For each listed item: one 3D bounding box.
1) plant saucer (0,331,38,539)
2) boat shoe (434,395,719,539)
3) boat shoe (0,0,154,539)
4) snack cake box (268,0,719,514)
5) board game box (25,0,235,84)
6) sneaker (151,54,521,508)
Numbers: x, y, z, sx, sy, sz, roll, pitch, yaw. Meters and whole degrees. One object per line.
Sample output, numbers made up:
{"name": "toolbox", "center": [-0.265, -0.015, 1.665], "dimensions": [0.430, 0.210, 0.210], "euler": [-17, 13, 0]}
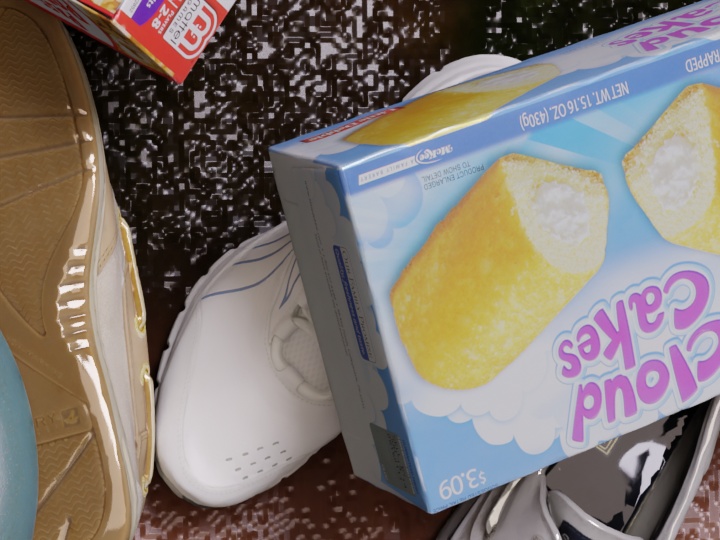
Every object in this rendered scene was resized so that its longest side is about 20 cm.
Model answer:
{"name": "plant saucer", "center": [-0.202, 0.067, 0.749], "dimensions": [0.199, 0.027, 0.202], "euler": [0, 87, -7]}
{"name": "boat shoe", "center": [0.077, 0.095, 0.844], "dimensions": [0.072, 0.066, 0.201], "euler": [35, 84, -8]}
{"name": "boat shoe", "center": [-0.111, 0.006, 0.812], "dimensions": [0.073, 0.069, 0.202], "euler": [-7, 86, 6]}
{"name": "snack cake box", "center": [0.082, -0.013, 0.767], "dimensions": [0.199, 0.067, 0.116], "euler": [-20, 104, -19]}
{"name": "board game box", "center": [-0.095, -0.168, 0.768], "dimensions": [0.199, 0.046, 0.152], "euler": [30, 84, 33]}
{"name": "sneaker", "center": [0.000, 0.000, 0.822], "dimensions": [0.074, 0.087, 0.200], "euler": [41, 84, -9]}
